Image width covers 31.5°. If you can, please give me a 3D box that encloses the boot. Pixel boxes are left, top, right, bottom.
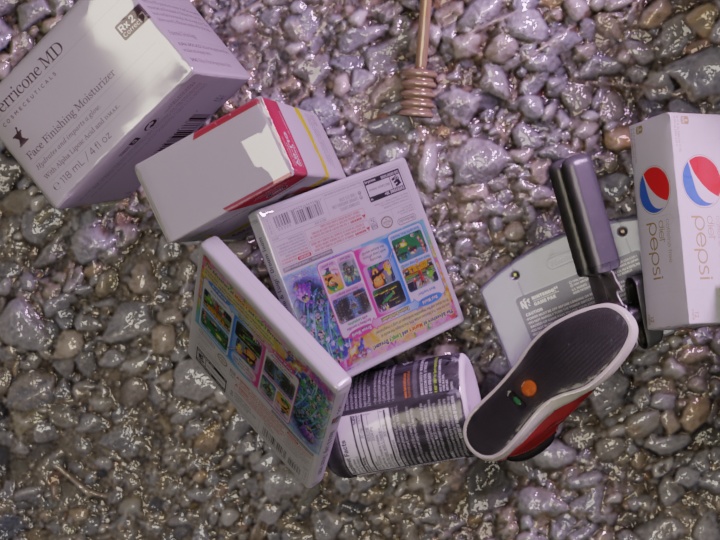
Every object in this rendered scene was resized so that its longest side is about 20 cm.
[{"bbox_3d":[0.199,0.114,1.259,0.200,0.144,0.073,-43,66,11],"label":"boot"}]

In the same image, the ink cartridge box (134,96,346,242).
[{"bbox_3d":[-0.112,-0.096,1.265,0.144,0.200,0.084,-28,86,14],"label":"ink cartridge box"}]

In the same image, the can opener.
[{"bbox_3d":[0.245,-0.018,1.252,0.066,0.053,0.203,-16,92,-19],"label":"can opener"}]

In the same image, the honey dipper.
[{"bbox_3d":[0.065,-0.258,1.298,0.037,0.038,0.203,6,96,11],"label":"honey dipper"}]

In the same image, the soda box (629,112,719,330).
[{"bbox_3d":[0.310,-0.047,1.223,0.067,0.063,0.203,-1,83,-27],"label":"soda box"}]

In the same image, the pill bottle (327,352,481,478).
[{"bbox_3d":[0.022,0.153,1.315,0.197,0.106,0.108,-11,94,13],"label":"pill bottle"}]

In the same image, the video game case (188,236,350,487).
[{"bbox_3d":[-0.094,0.092,1.234,0.200,0.024,0.183,45,146,22],"label":"video game case"}]

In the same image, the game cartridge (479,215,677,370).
[{"bbox_3d":[0.229,0.025,1.294,0.198,0.041,0.135,-22,95,13],"label":"game cartridge"}]

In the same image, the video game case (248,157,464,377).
[{"bbox_3d":[0.000,0.000,1.274,0.024,0.198,0.184,-17,94,53],"label":"video game case"}]

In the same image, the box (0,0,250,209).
[{"bbox_3d":[-0.243,-0.180,1.287,0.199,0.200,0.131,-42,87,13],"label":"box"}]
